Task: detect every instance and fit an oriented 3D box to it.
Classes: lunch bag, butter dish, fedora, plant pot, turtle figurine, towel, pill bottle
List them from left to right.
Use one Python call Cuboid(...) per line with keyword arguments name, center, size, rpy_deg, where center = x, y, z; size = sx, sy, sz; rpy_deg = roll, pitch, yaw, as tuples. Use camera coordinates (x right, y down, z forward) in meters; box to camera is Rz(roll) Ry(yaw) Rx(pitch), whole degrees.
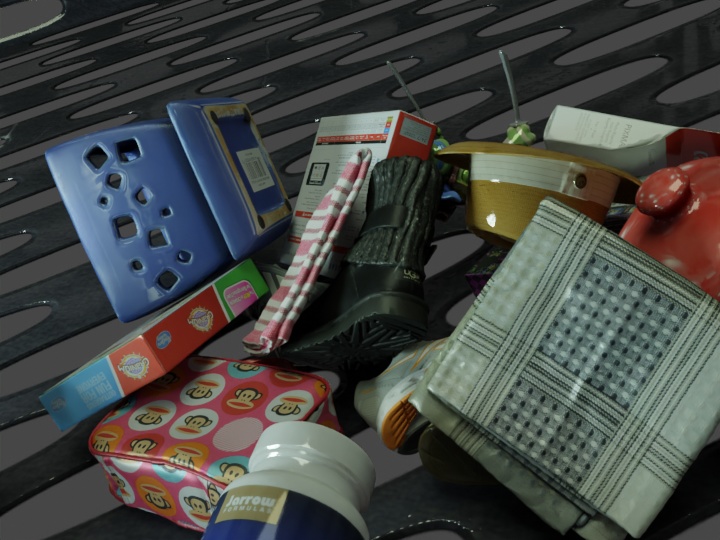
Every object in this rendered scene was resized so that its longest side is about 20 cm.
Cuboid(name="plant pot", center=(-0.192, -0.082, 0.968), size=(0.178, 0.202, 0.200), rpy_deg=(-23, 6, 15))
Cuboid(name="lunch bag", center=(-0.120, 0.140, 0.781), size=(0.198, 0.083, 0.176), rpy_deg=(7, 36, 31))
Cuboid(name="pill bottle", center=(-0.058, 0.209, 0.588), size=(0.114, 0.117, 0.201), rpy_deg=(-1, 42, 21))
Cuboid(name="towel", center=(-0.051, -0.015, 0.827), size=(0.202, 0.030, 0.146), rpy_deg=(-65, 8, -15))
Cuboid(name="turtle figurine", center=(0.140, -0.138, 0.989), size=(0.143, 0.193, 0.202), rpy_deg=(-20, 58, 28))
Cuboid(name="fedora", center=(0.157, -0.058, 0.785), size=(0.198, 0.083, 0.201), rpy_deg=(12, 1, 0))
Cuboid(name="towel", center=(0.156, 0.077, 0.630), size=(0.192, 0.201, 0.034), rpy_deg=(35, 12, 16))
Cuboid(name="butter dish", center=(0.271, -0.021, 0.685), size=(0.201, 0.148, 0.199), rpy_deg=(-53, 21, -11))

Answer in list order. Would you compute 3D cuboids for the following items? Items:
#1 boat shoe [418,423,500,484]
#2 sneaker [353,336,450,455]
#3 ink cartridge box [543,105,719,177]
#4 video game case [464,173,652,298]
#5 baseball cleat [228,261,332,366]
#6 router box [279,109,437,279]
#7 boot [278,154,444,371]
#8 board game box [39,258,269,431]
Cuboid(name="boat shoe", center=(0.147, 0.132, 0.694), size=(0.198, 0.073, 0.066), rpy_deg=(-1, 24, 16))
Cuboid(name="sneaker", center=(0.078, 0.082, 0.806), size=(0.199, 0.076, 0.092), rpy_deg=(-28, 29, -24))
Cuboid(name="ink cartridge box", center=(0.308, -0.107, 0.945), size=(0.198, 0.163, 0.058), rpy_deg=(21, 80, 26))
Cuboid(name="video game case", center=(0.229, -0.036, 0.892), size=(0.181, 0.036, 0.199), rpy_deg=(-39, 18, -28))
Cuboid(name="baseball cleat", center=(-0.087, 0.044, 0.933), size=(0.198, 0.070, 0.107), rpy_deg=(6, 36, 31))
Cuboid(name="router box", center=(-0.009, -0.078, 0.959), size=(0.048, 0.182, 0.200), rpy_deg=(17, 0, -27))
Cuboid(name="boot", center=(0.002, 0.001, 0.811), size=(0.210, 0.079, 0.160), rpy_deg=(-28, 49, 49))
Cuboid(name="board game box", center=(-0.197, 0.069, 0.863), size=(0.152, 0.041, 0.200), rpy_deg=(-29, 7, 29))
